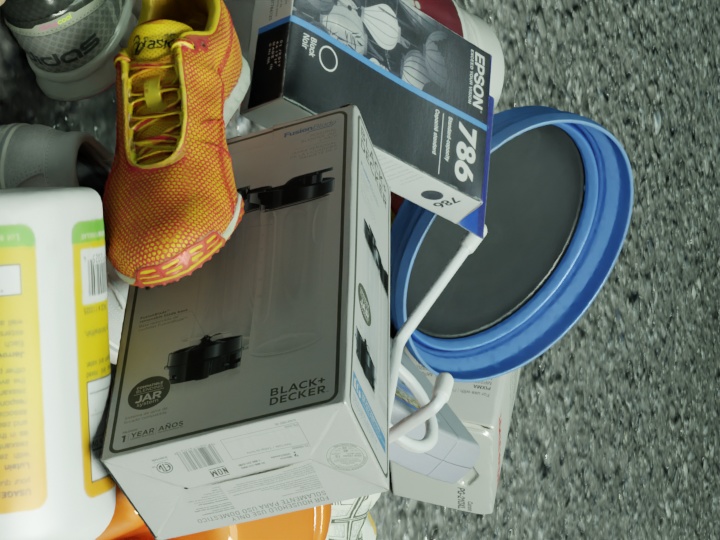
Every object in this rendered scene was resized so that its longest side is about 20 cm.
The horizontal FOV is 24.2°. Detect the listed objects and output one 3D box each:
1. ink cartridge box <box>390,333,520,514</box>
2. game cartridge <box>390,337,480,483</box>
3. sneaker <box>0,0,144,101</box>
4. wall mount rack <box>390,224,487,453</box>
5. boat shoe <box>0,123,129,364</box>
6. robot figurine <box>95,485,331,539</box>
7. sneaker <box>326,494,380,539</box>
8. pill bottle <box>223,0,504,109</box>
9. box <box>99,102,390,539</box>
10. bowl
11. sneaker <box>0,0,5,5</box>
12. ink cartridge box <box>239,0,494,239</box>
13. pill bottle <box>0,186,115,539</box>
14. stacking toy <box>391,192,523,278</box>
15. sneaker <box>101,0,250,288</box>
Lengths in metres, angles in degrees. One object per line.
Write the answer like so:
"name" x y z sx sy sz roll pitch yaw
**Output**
"ink cartridge box" 0.080 0.064 1.290 0.145 0.084 0.201 83 18 -57
"game cartridge" -0.010 0.060 1.033 0.042 0.133 0.200 -51 133 6
"sneaker" -0.137 -0.191 0.852 0.087 0.073 0.201 53 47 -62
"wall mount rack" 0.000 0.000 0.949 0.200 0.074 0.174 44 29 -19
"boat shoe" -0.125 -0.011 0.881 0.200 0.068 0.072 62 36 -47
"robot figurine" -0.088 0.132 0.907 0.117 0.143 0.200 -65 160 14
"sneaker" -0.030 0.165 1.058 0.201 0.075 0.088 80 28 -51
"pill bottle" -0.004 -0.140 1.049 0.199 0.114 0.115 12 78 -50
"box" -0.046 0.018 0.780 0.201 0.116 0.060 -91 160 -47
"bowl" 0.098 -0.019 1.133 0.200 0.039 0.202 -23 132 -28
"sneaker" -0.184 -0.211 0.748 0.109 0.070 0.201 65 27 -52
"ink cartridge box" 0.021 -0.098 0.944 0.199 0.039 0.100 24 62 -41
"pill bottle" -0.165 0.065 0.738 0.111 0.110 0.202 -10 99 -66
"stacking toy" 0.008 -0.023 1.147 0.200 0.145 0.147 -37 124 -43
"sneaker" -0.096 -0.070 0.793 0.201 0.072 0.077 -94 165 -48
